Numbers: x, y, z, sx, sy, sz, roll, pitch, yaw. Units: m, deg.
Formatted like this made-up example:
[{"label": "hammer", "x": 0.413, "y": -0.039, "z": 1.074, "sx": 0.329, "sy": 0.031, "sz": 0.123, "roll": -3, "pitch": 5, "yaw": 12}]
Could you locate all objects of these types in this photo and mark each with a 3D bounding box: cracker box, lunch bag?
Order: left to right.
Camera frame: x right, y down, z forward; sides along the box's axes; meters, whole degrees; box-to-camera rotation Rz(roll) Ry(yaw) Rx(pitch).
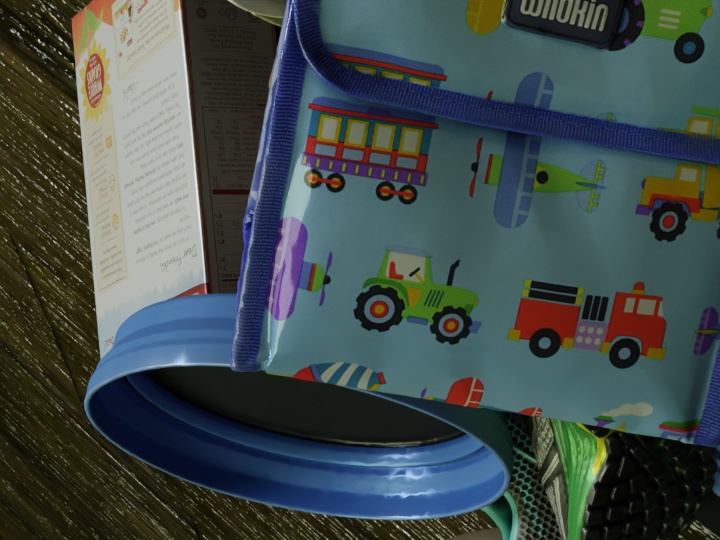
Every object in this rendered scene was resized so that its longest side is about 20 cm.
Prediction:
[{"label": "cracker box", "x": -0.090, "y": -0.051, "z": 0.908, "sx": 0.134, "sy": 0.057, "sz": 0.202, "roll": -20, "pitch": 73, "yaw": 57}, {"label": "lunch bag", "x": 0.052, "y": -0.065, "z": 0.515, "sx": 0.094, "sy": 0.149, "sz": 0.202, "roll": -91, "pitch": 11, "yaw": -61}]

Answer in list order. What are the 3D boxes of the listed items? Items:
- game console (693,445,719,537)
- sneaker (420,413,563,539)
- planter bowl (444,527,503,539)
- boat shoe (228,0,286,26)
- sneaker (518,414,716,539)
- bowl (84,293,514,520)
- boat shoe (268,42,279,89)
[{"label": "game console", "x": 0.161, "y": 0.061, "z": 0.813, "sx": 0.176, "sy": 0.031, "sz": 0.201, "roll": 31, "pitch": 152, "yaw": 37}, {"label": "sneaker", "x": 0.061, "y": 0.073, "z": 0.918, "sx": 0.201, "sy": 0.091, "sz": 0.078, "roll": 53, "pitch": 165, "yaw": 21}, {"label": "planter bowl", "x": 0.099, "y": 0.233, "z": 1.074, "sx": 0.200, "sy": 0.135, "sz": 0.201, "roll": 39, "pitch": 156, "yaw": 22}, {"label": "boat shoe", "x": -0.009, "y": -0.120, "z": 0.663, "sx": 0.060, "sy": 0.073, "sz": 0.201, "roll": 32, "pitch": -167, "yaw": 28}, {"label": "sneaker", "x": 0.107, "y": 0.060, "z": 0.815, "sx": 0.085, "sy": 0.078, "sz": 0.201, "roll": 42, "pitch": 152, "yaw": 49}, {"label": "bowl", "x": -0.026, "y": 0.065, "z": 0.829, "sx": 0.198, "sy": 0.040, "sz": 0.201, "roll": 9, "pitch": 156, "yaw": 4}, {"label": "boat shoe", "x": 0.046, "y": -0.032, "z": 0.634, "sx": 0.200, "sy": 0.073, "sz": 0.072, "roll": 39, "pitch": 172, "yaw": -23}]
